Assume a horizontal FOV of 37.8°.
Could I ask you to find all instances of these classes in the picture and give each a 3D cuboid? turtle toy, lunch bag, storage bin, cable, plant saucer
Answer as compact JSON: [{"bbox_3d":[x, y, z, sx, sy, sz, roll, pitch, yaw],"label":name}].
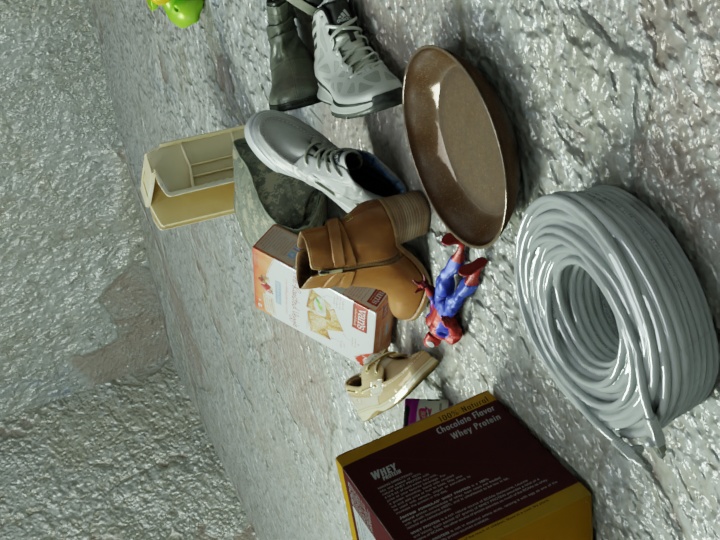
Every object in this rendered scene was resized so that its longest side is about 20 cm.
[{"bbox_3d":[-0.324,-0.501,1.764,0.146,0.101,0.200,-132,28,-51],"label":"turtle toy"},{"bbox_3d":[-0.110,-0.080,1.541,0.164,0.117,0.200,98,153,-53],"label":"lunch bag"},{"bbox_3d":[-0.264,-0.155,1.789,0.200,0.198,0.094,136,118,-71],"label":"storage bin"},{"bbox_3d":[0.196,0.030,0.829,0.200,0.069,0.200,-136,32,-56],"label":"cable"},{"bbox_3d":[0.100,-0.120,1.008,0.201,0.037,0.201,55,156,40],"label":"plant saucer"}]

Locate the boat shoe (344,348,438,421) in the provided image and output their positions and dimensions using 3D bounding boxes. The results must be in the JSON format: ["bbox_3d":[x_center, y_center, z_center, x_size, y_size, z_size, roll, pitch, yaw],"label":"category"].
[{"bbox_3d":[0.031,0.140,1.367,0.069,0.074,0.200,51,146,3],"label":"boat shoe"}]

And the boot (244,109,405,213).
[{"bbox_3d":[-0.036,-0.133,1.235,0.200,0.074,0.096,31,161,-16],"label":"boot"}]

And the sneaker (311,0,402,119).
[{"bbox_3d":[-0.015,-0.238,1.163,0.200,0.075,0.116,-141,34,-63],"label":"sneaker"}]

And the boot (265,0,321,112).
[{"bbox_3d":[-0.096,-0.277,1.317,0.200,0.068,0.131,-105,2,-67],"label":"boot"}]

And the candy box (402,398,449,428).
[{"bbox_3d":[0.082,0.280,1.341,0.137,0.061,0.200,-82,-7,-48],"label":"candy box"}]

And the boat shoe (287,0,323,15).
[{"bbox_3d":[-0.079,-0.376,1.261,0.068,0.072,0.200,-56,37,22],"label":"boat shoe"}]

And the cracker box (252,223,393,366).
[{"bbox_3d":[-0.051,0.037,1.434,0.200,0.058,0.134,27,144,18],"label":"cracker box"}]

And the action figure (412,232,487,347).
[{"bbox_3d":[0.094,0.033,1.171,0.066,0.052,0.200,57,161,26],"label":"action figure"}]

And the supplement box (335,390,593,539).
[{"bbox_3d":[0.108,0.263,1.113,0.200,0.197,0.133,45,150,53],"label":"supplement box"}]

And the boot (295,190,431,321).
[{"bbox_3d":[0.000,0.000,1.232,0.074,0.154,0.200,53,155,43],"label":"boot"}]
